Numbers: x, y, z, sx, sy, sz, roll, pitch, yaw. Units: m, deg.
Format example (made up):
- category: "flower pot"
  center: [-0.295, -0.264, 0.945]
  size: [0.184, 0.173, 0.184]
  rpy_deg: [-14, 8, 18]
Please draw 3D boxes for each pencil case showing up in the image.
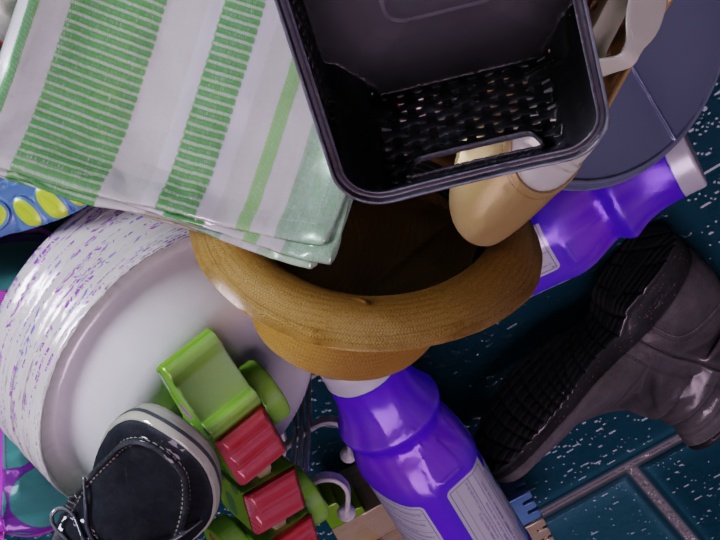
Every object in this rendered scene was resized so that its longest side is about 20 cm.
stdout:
- category: "pencil case"
  center: [-0.215, 0.071, 1.282]
  size: [0.085, 0.092, 0.200]
  rpy_deg: [10, 129, 10]

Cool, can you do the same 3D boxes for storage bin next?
- category: "storage bin"
  center: [0.030, -0.144, 0.972]
  size: [0.135, 0.094, 0.200]
  rpy_deg: [-13, 128, 6]

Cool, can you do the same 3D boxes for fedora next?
- category: "fedora"
  center: [0.000, 0.000, 1.148]
  size: [0.200, 0.201, 0.082]
  rpy_deg: [5, 130, -10]

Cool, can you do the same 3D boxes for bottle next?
- category: "bottle"
  center: [0.037, 0.118, 1.273]
  size: [0.065, 0.084, 0.200]
  rpy_deg: [-40, 124, -14]
- category: "bottle"
  center: [0.104, -0.030, 1.243]
  size: [0.200, 0.084, 0.065]
  rpy_deg: [-25, 128, 13]

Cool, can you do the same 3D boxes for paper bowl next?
- category: "paper bowl"
  center: [-0.108, 0.053, 1.223]
  size: [0.200, 0.104, 0.201]
  rpy_deg: [-29, 140, -28]

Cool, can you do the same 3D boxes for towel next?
- category: "towel"
  center: [-0.090, -0.096, 1.089]
  size: [0.200, 0.023, 0.153]
  rpy_deg: [15, 82, 7]

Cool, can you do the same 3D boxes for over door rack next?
- category: "over door rack"
  center: [-0.089, 0.149, 1.324]
  size: [0.200, 0.148, 0.067]
  rpy_deg: [-26, 113, 12]

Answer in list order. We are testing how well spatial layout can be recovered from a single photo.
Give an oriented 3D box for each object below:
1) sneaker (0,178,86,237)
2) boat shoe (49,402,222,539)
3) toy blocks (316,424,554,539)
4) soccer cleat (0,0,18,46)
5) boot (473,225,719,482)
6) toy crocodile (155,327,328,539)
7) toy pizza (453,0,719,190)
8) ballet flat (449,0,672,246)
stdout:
- category: "sneaker"
  center: [-0.223, -0.045, 1.207]
  size: [0.199, 0.083, 0.071]
  rpy_deg: [-13, 99, 20]
- category: "boat shoe"
  center: [-0.130, 0.142, 1.151]
  size: [0.075, 0.062, 0.200]
  rpy_deg: [35, 138, 0]
- category: "toy blocks"
  center: [0.064, 0.178, 1.410]
  size: [0.137, 0.100, 0.200]
  rpy_deg: [-28, 124, 0]
- category: "soccer cleat"
  center: [-0.150, -0.138, 1.159]
  size: [0.200, 0.069, 0.078]
  rpy_deg: [34, 96, -26]
- category: "boot"
  center: [0.175, 0.081, 1.332]
  size: [0.132, 0.070, 0.200]
  rpy_deg: [38, 100, -29]
- category: "toy crocodile"
  center: [-0.058, 0.116, 1.174]
  size: [0.067, 0.062, 0.200]
  rpy_deg: [-34, 126, -19]
- category: "toy pizza"
  center: [0.122, -0.144, 1.153]
  size: [0.200, 0.032, 0.201]
  rpy_deg: [-7, 103, -30]
- category: "ballet flat"
  center: [0.110, -0.102, 1.098]
  size: [0.069, 0.063, 0.200]
  rpy_deg: [30, 84, -34]
